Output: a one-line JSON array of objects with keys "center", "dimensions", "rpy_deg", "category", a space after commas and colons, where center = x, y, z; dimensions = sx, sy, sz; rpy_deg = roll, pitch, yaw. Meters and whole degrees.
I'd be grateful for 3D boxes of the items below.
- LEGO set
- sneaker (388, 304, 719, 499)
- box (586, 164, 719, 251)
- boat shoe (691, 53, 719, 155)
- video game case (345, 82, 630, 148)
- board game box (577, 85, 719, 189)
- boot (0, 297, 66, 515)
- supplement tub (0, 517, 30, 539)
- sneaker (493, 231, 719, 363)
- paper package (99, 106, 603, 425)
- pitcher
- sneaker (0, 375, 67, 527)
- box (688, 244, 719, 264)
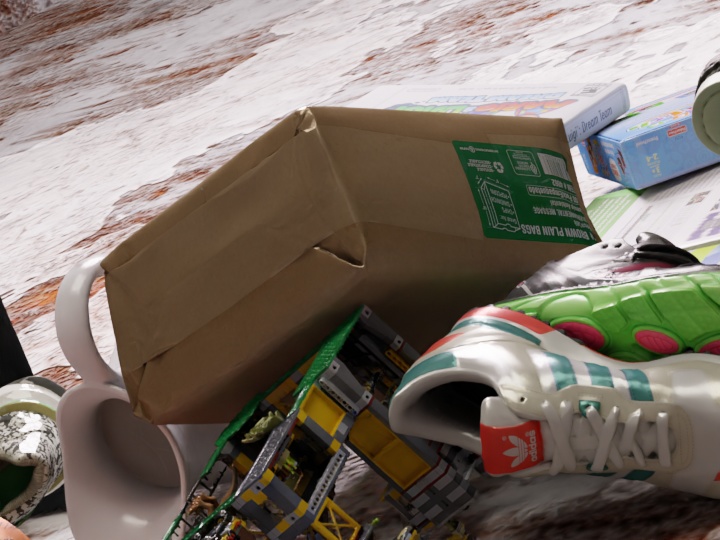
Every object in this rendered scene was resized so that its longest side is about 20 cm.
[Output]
[{"center": [-0.013, 0.123, 1.443], "dimensions": [0.154, 0.116, 0.200], "rpy_deg": [-44, 9, 28], "category": "LEGO set"}, {"center": [0.103, 0.075, 1.363], "dimensions": [0.199, 0.071, 0.093], "rpy_deg": [16, 31, 32], "category": "sneaker"}, {"center": [0.199, -0.023, 1.723], "dimensions": [0.200, 0.036, 0.144], "rpy_deg": [-13, 18, 33], "category": "box"}, {"center": [0.287, -0.096, 1.662], "dimensions": [0.200, 0.072, 0.061], "rpy_deg": [5, 32, 9], "category": "boat shoe"}, {"center": [0.042, -0.080, 1.888], "dimensions": [0.200, 0.024, 0.182], "rpy_deg": [2, 23, 38], "category": "video game case"}, {"center": [0.221, -0.095, 1.868], "dimensions": [0.151, 0.037, 0.200], "rpy_deg": [-19, 5, -2], "category": "board game box"}, {"center": [-0.208, 0.063, 1.793], "dimensions": [0.198, 0.163, 0.073], "rpy_deg": [-17, 17, 25], "category": "boot"}, {"center": [-0.235, 0.203, 1.411], "dimensions": [0.122, 0.123, 0.200], "rpy_deg": [-9, 20, 46], "category": "supplement tub"}, {"center": [0.145, 0.013, 1.426], "dimensions": [0.200, 0.077, 0.084], "rpy_deg": [0, 42, 43], "category": "sneaker"}, {"center": [0.000, 0.000, 1.564], "dimensions": [0.200, 0.104, 0.190], "rpy_deg": [2, -27, -44], "category": "paper package"}, {"center": [-0.096, 0.046, 1.660], "dimensions": [0.121, 0.172, 0.200], "rpy_deg": [1, 26, 29], "category": "pitcher"}, {"center": [-0.236, 0.142, 1.649], "dimensions": [0.200, 0.077, 0.089], "rpy_deg": [-44, 11, 13], "category": "sneaker"}, {"center": [0.190, 0.024, 1.541], "dimensions": [0.200, 0.048, 0.122], "rpy_deg": [-14, 17, 31], "category": "box"}]
